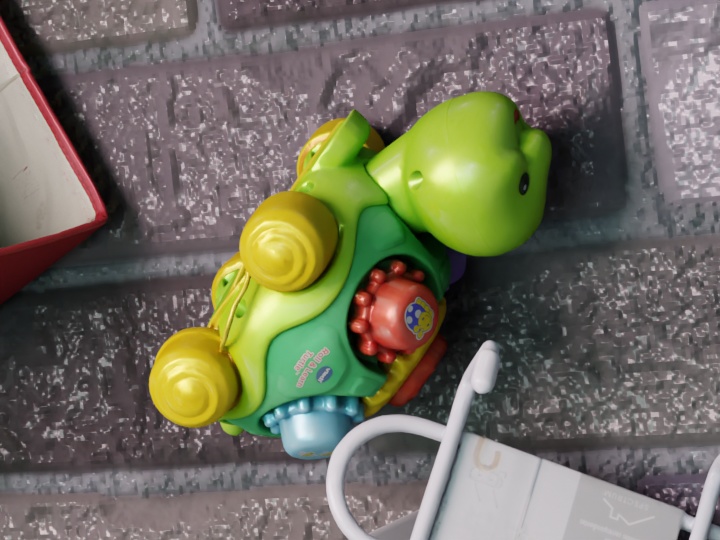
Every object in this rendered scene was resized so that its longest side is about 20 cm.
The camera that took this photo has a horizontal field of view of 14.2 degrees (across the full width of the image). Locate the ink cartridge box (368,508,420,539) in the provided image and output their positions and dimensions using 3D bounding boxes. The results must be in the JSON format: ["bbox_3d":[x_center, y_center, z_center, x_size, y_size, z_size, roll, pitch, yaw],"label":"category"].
[{"bbox_3d":[0.024,0.188,1.194,0.146,0.200,0.083,36,115,21],"label":"ink cartridge box"}]

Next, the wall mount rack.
[{"bbox_3d":[0.078,0.129,1.163,0.200,0.075,0.174,20,68,-3],"label":"wall mount rack"}]

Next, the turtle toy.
[{"bbox_3d":[0.000,0.000,1.227,0.101,0.146,0.200,35,114,-2],"label":"turtle toy"}]

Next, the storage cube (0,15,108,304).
[{"bbox_3d":[-0.260,-0.037,1.329,0.180,0.200,0.171,-35,80,35],"label":"storage cube"}]
